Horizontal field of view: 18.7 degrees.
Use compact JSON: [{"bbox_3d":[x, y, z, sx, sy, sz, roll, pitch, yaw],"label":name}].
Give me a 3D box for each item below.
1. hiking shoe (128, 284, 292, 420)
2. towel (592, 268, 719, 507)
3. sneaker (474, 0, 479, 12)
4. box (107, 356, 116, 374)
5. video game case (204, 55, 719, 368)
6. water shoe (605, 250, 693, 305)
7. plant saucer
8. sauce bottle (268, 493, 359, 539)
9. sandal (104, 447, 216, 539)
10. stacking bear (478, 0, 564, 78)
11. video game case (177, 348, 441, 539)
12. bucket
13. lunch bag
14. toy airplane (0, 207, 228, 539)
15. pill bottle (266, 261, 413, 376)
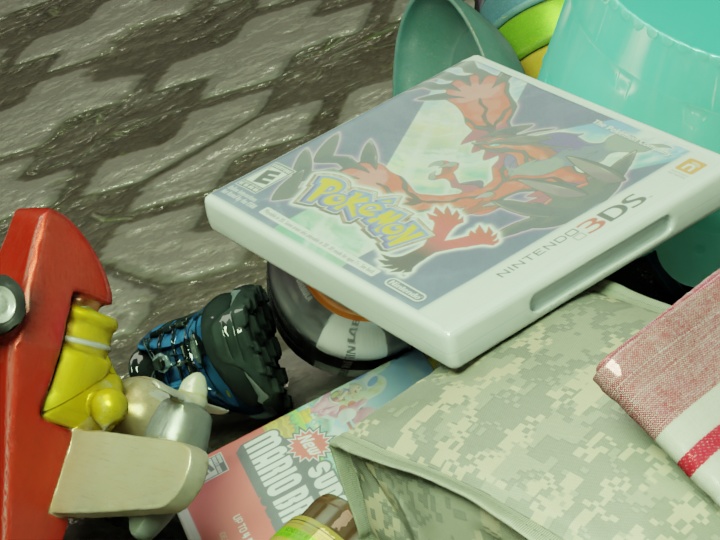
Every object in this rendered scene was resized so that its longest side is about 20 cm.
[{"bbox_3d":[-0.087,0.057,1.233,0.086,0.075,0.200,-13,-8,-4],"label":"hiking shoe"},{"bbox_3d":[0.210,0.072,0.880,0.144,0.023,0.200,-35,70,-29],"label":"towel"},{"bbox_3d":[0.081,-0.123,1.431,0.200,0.140,0.078,-31,12,-11],"label":"sneaker"},{"bbox_3d":[-0.236,0.084,1.386,0.200,0.065,0.070,1,31,45],"label":"box"},{"bbox_3d":[0.051,-0.037,1.058,0.182,0.023,0.200,-29,35,-26],"label":"video game case"},{"bbox_3d":[0.173,-0.007,1.215,0.199,0.079,0.072,3,27,-8],"label":"water shoe"},{"bbox_3d":[0.068,-0.071,1.304,0.036,0.201,0.200,-10,18,-16],"label":"plant saucer"},{"bbox_3d":[-0.063,0.185,0.983,0.200,0.065,0.065,-43,29,-27],"label":"sauce bottle"},{"bbox_3d":[-0.108,0.125,1.208,0.200,0.048,0.075,21,47,41],"label":"sandal"},{"bbox_3d":[0.132,-0.120,1.322,0.121,0.201,0.114,-9,-18,-21],"label":"stacking bear"},{"bbox_3d":[0.007,0.105,1.113,0.199,0.017,0.143,-27,36,-5],"label":"video game case"},{"bbox_3d":[0.193,-0.104,1.158,0.206,0.135,0.208,6,41,-5],"label":"bucket"},{"bbox_3d":[0.118,0.099,0.942,0.164,0.118,0.200,-35,35,-31],"label":"lunch bag"},{"bbox_3d":[-0.153,0.094,1.137,0.141,0.199,0.200,-3,46,-39],"label":"toy airplane"},{"bbox_3d":[0.000,0.000,1.207,0.106,0.107,0.200,-23,-5,-5],"label":"pill bottle"}]
